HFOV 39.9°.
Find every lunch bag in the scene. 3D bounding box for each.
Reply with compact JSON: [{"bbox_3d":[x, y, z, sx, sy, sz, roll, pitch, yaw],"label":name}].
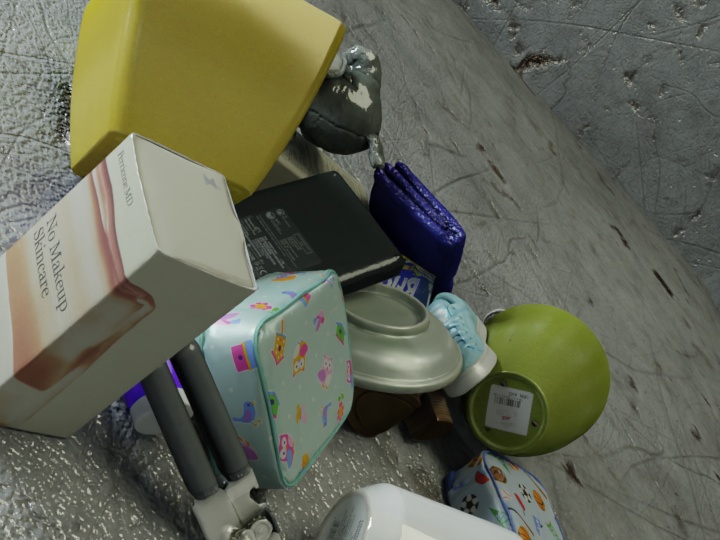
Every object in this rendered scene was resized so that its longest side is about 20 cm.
[{"bbox_3d":[0.176,0.306,1.084,0.160,0.075,0.201,37,26,-38],"label":"lunch bag"},{"bbox_3d":[-0.071,0.093,0.854,0.200,0.077,0.162,-39,125,-65],"label":"lunch bag"}]

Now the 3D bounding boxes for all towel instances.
[{"bbox_3d":[0.071,-0.043,1.251,0.148,0.050,0.200,44,-19,16],"label":"towel"}]

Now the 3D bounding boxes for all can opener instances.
[{"bbox_3d":[-0.114,0.142,0.738,0.066,0.052,0.201,20,-46,58],"label":"can opener"}]

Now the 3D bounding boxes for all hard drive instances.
[{"bbox_3d":[-0.067,-0.027,1.015,0.199,0.033,0.140,-20,62,-37],"label":"hard drive"}]

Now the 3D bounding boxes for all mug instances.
[{"bbox_3d":[0.043,0.263,0.811,0.153,0.150,0.187,34,21,-20],"label":"mug"}]

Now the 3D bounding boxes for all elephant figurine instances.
[{"bbox_3d":[-0.077,-0.208,1.121,0.199,0.155,0.143,17,82,-40],"label":"elephant figurine"}]

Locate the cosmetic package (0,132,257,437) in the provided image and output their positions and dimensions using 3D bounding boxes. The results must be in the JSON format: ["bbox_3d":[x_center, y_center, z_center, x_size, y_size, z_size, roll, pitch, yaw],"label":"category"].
[{"bbox_3d":[-0.176,0.016,0.664,0.087,0.200,0.104,25,35,-48],"label":"cosmetic package"}]

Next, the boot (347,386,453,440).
[{"bbox_3d":[0.022,0.098,1.084,0.199,0.077,0.156,19,39,-52],"label":"boot"}]

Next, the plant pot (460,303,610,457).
[{"bbox_3d":[0.193,0.145,1.184,0.188,0.187,0.200,55,20,7],"label":"plant pot"}]

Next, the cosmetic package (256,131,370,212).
[{"bbox_3d":[-0.078,-0.104,1.189,0.200,0.073,0.104,36,27,-34],"label":"cosmetic package"}]

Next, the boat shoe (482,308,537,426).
[{"bbox_3d":[0.235,0.149,1.431,0.201,0.074,0.060,64,19,5],"label":"boat shoe"}]

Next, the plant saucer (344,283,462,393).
[{"bbox_3d":[0.015,0.056,1.036,0.199,0.051,0.200,12,22,-5],"label":"plant saucer"}]

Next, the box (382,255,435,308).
[{"bbox_3d":[0.000,0.000,1.169,0.200,0.070,0.065,31,65,-41],"label":"box"}]

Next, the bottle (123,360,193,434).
[{"bbox_3d":[-0.183,0.033,0.799,0.083,0.065,0.201,19,40,-50],"label":"bottle"}]

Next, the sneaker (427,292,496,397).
[{"bbox_3d":[0.102,0.080,1.142,0.082,0.074,0.200,47,10,-9],"label":"sneaker"}]

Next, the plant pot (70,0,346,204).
[{"bbox_3d":[-0.159,-0.158,0.909,0.199,0.200,0.178,23,68,-26],"label":"plant pot"}]

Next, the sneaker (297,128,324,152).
[{"bbox_3d":[-0.136,-0.200,1.209,0.200,0.079,0.130,52,24,1],"label":"sneaker"}]
